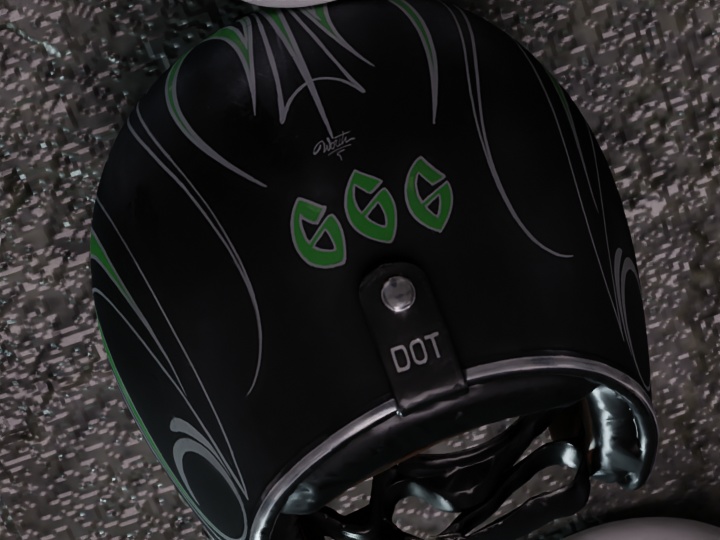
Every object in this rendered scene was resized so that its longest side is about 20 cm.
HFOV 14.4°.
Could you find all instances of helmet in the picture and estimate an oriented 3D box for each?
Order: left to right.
[{"bbox_3d":[0.000,0.000,0.960,0.199,0.191,0.200,-16,149,-10],"label":"helmet"}]

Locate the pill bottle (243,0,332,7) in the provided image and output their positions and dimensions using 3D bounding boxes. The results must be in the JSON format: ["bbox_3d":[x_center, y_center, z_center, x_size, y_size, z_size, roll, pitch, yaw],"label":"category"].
[{"bbox_3d":[-0.036,-0.184,0.884,0.110,0.111,0.201,-15,125,0],"label":"pill bottle"}]

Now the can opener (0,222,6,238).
[{"bbox_3d":[-0.146,-0.069,0.971,0.078,0.063,0.201,11,122,-17],"label":"can opener"}]

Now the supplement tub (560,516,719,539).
[{"bbox_3d":[0.129,0.213,1.174,0.131,0.132,0.201,-16,125,1],"label":"supplement tub"}]
